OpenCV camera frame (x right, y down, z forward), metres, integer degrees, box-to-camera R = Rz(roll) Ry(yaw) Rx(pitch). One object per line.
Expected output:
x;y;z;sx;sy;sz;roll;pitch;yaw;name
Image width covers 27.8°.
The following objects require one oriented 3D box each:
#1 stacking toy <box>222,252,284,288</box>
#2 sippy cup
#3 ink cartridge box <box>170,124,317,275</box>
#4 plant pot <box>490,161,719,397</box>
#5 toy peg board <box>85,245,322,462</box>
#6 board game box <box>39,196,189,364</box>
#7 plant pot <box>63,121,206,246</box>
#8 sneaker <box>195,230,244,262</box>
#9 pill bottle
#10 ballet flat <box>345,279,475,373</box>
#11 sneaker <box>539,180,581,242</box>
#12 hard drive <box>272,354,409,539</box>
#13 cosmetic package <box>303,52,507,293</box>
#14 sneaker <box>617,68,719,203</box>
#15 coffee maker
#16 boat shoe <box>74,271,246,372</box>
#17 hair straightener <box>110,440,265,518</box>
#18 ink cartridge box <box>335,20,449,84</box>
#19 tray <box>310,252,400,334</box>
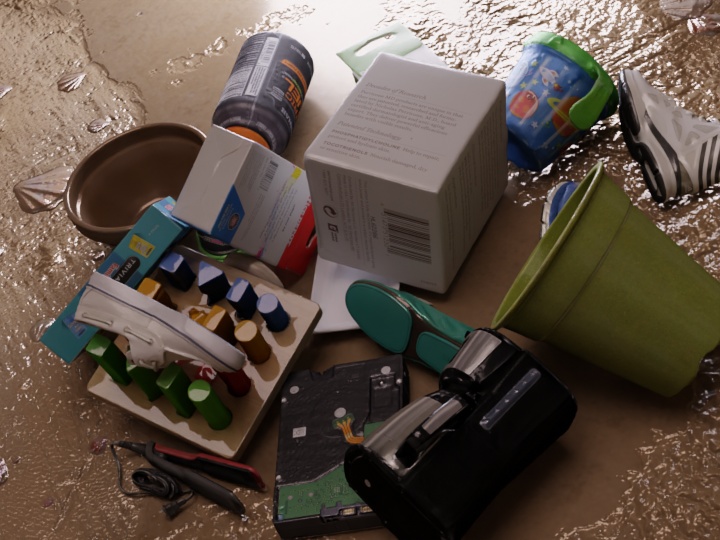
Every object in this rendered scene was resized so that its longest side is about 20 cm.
-0.173;0.078;1.667;0.085;0.085;0.200;19;62;35;stacking toy
0.219;-0.194;1.746;0.140;0.178;0.130;39;78;12;sippy cup
-0.117;-0.077;1.682;0.067;0.200;0.116;24;88;32;ink cartridge box
0.262;0.026;1.446;0.190;0.200;0.200;33;59;2;plant pot
-0.180;0.071;1.577;0.200;0.098;0.199;22;70;22;toy peg board
-0.277;0.009;1.683;0.200;0.047;0.151;-49;5;5;board game box
-0.268;-0.090;1.854;0.200;0.093;0.201;-12;43;11;plant pot
-0.111;-0.078;1.776;0.200;0.084;0.077;-28;16;-8;sneaker
-0.134;-0.214;1.914;0.106;0.106;0.200;-1;47;20;pill bottle
0.072;0.068;1.584;0.200;0.067;0.070;31;26;32;ballet flat
0.242;-0.014;1.600;0.089;0.079;0.200;-1;55;11;sneaker
-0.017;0.183;1.524;0.139;0.038;0.200;-11;43;11;hard drive
0.058;-0.114;1.668;0.166;0.168;0.200;16;49;21;cosmetic package
0.375;-0.166;1.703;0.115;0.076;0.201;-12;51;-2;sneaker
0.113;0.184;1.413;0.200;0.192;0.135;-40;9;-24;coffee maker
-0.212;0.071;1.500;0.200;0.071;0.070;25;83;19;boat shoe
-0.200;0.223;1.554;0.200;0.041;0.077;14;54;32;hair straightener
0.059;-0.240;1.896;0.104;0.059;0.200;-29;44;-9;ink cartridge box
0.000;0.000;1.710;0.107;0.022;0.200;-8;45;16;tray
